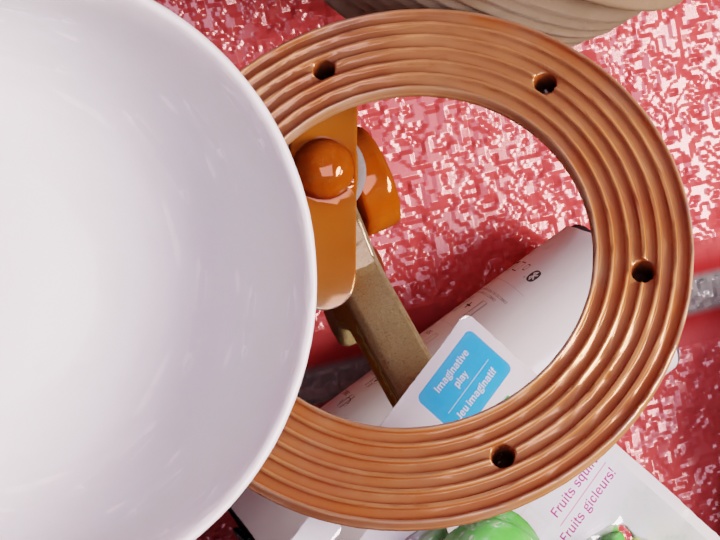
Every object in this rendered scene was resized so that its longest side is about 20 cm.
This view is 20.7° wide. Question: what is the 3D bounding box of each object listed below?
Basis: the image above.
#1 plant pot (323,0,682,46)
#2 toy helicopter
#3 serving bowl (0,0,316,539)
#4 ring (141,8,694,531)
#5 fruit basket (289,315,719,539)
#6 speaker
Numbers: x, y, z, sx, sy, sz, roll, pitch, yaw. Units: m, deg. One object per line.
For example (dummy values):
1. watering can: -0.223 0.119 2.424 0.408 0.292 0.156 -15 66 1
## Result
1. plant pot: 0.037 -0.146 0.798 0.201 0.201 0.093 23 119 -15
2. toy helicopter: 0.000 0.000 0.776 0.079 0.132 0.200 -23 59 -12
3. serving bowl: -0.116 0.004 0.636 0.200 0.066 0.201 1 89 -26
4. ring: 0.018 -0.003 0.701 0.200 0.019 0.201 -3 65 6
5. fruit basket: 0.063 0.143 0.682 0.200 0.094 0.185 44 66 -9
6. speaker: 0.036 0.068 0.853 0.200 0.081 0.081 -36 102 -10
